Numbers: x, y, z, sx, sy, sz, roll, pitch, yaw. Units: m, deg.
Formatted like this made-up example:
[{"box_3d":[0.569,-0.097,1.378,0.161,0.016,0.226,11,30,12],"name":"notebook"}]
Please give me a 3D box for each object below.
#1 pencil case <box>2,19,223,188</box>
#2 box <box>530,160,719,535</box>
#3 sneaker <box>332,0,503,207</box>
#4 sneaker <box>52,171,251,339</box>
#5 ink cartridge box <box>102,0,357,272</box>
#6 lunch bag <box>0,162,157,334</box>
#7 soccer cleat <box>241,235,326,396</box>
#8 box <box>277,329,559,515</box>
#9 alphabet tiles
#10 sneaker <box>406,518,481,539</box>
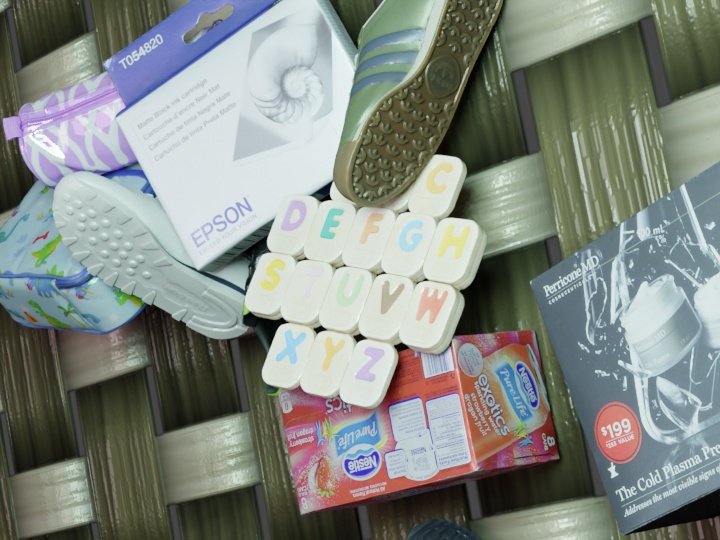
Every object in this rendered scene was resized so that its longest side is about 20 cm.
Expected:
[{"box_3d":[-0.191,-0.135,1.686,0.199,0.085,0.085,-23,70,15],"name":"pencil case"},{"box_3d":[0.233,0.046,1.284,0.200,0.104,0.183,-35,66,42],"name":"box"},{"box_3d":[0.028,-0.144,1.490,0.090,0.067,0.201,24,83,54],"name":"sneaker"},{"box_3d":[-0.164,-0.025,1.638,0.076,0.200,0.081,-29,35,39],"name":"sneaker"},{"box_3d":[-0.092,-0.135,1.586,0.199,0.041,0.201,-33,78,16],"name":"ink cartridge box"},{"box_3d":[-0.235,-0.029,1.745,0.199,0.161,0.083,3,139,50],"name":"lunch bag"},{"box_3d":[-0.062,0.004,1.612,0.067,0.081,0.202,-22,77,45],"name":"soccer cleat"},{"box_3d":[0.041,0.115,1.499,0.199,0.095,0.101,-21,76,45],"name":"box"},{"box_3d":[0.000,0.000,1.474,0.199,0.015,0.197,10,73,42],"name":"alphabet tiles"},{"box_3d":[0.103,0.269,1.477,0.200,0.066,0.079,40,140,34],"name":"sneaker"}]
